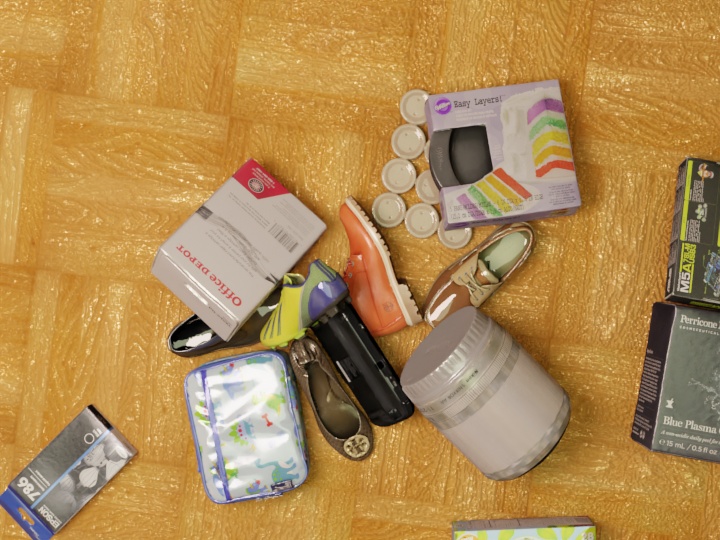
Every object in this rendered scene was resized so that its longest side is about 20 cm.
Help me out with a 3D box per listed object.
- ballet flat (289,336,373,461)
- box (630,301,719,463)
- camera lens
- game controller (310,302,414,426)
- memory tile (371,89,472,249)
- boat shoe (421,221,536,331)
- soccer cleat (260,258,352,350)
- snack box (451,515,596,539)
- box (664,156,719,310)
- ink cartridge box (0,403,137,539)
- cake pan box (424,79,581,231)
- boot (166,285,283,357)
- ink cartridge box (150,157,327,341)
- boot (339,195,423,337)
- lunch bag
[{"bbox_3d":[-0.041,0.182,1.591,0.067,0.046,0.202,-27,102,-3],"label":"ballet flat"},{"bbox_3d":[0.492,0.159,1.561,0.194,0.117,0.203,10,90,1],"label":"box"},{"bbox_3d":[0.171,0.168,1.530,0.160,0.160,0.200,-45,101,1],"label":"camera lens"},{"bbox_3d":[-0.001,0.126,1.580,0.042,0.104,0.201,-32,90,-26],"label":"game controller"},{"bbox_3d":[0.108,-0.142,1.612,0.151,0.017,0.203,16,90,0],"label":"memory tile"},{"bbox_3d":[0.164,0.004,1.584,0.076,0.074,0.200,44,91,0],"label":"boat shoe"},{"bbox_3d":[-0.083,0.044,1.523,0.065,0.200,0.084,-36,90,-39],"label":"soccer cleat"},{"bbox_3d":[0.228,0.435,1.592,0.197,0.068,0.171,-2,91,0],"label":"snack box"},{"bbox_3d":[0.526,-0.042,1.574,0.190,0.048,0.203,9,78,2],"label":"box"},{"bbox_3d":[-0.420,0.294,1.615,0.099,0.039,0.200,44,92,-1],"label":"ink cartridge box"},{"bbox_3d":[0.190,-0.158,1.568,0.197,0.052,0.187,-6,78,-5],"label":"cake pan box"},{"bbox_3d":[-0.177,0.075,1.578,0.198,0.097,0.076,-23,90,1],"label":"boot"},{"bbox_3d":[-0.165,-0.028,1.540,0.145,0.083,0.200,42,60,-1],"label":"ink cartridge box"},{"bbox_3d":[0.000,0.000,1.590,0.106,0.075,0.202,-24,91,6],"label":"boot"},{"bbox_3d":[-0.159,0.218,1.590,0.158,0.082,0.203,-10,90,4],"label":"lunch bag"}]
